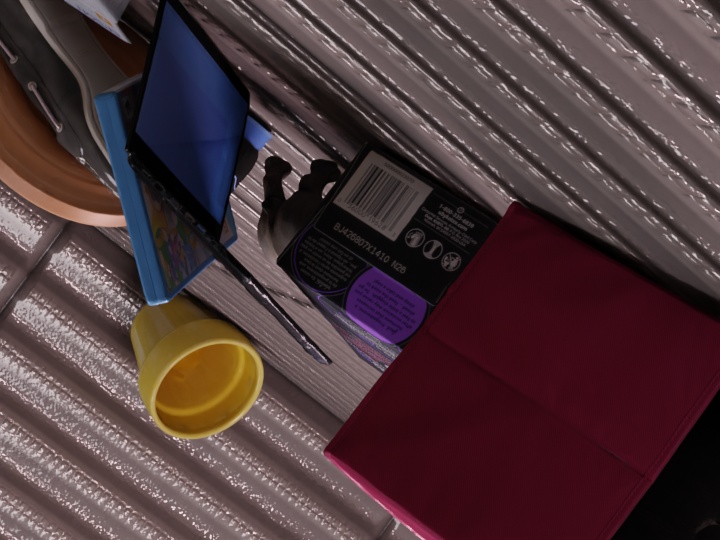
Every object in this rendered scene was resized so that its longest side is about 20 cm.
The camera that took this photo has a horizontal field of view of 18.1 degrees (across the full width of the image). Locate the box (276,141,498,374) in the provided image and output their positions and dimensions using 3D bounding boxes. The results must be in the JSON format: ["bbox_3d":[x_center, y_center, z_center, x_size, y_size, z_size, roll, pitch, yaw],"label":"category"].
[{"bbox_3d":[0.044,0.017,1.537,0.122,0.106,0.200,34,172,25],"label":"box"}]

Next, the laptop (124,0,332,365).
[{"bbox_3d":[-0.075,-0.059,1.509,0.200,0.103,0.177,44,178,26],"label":"laptop"}]

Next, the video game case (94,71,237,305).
[{"bbox_3d":[-0.131,-0.068,1.565,0.200,0.018,0.144,-51,-52,-74],"label":"video game case"}]

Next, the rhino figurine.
[{"bbox_3d":[0.000,0.000,1.672,0.060,0.088,0.200,-26,126,39],"label":"rhino figurine"}]

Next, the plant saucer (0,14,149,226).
[{"bbox_3d":[-0.205,-0.124,1.654,0.200,0.201,0.032,38,132,-8],"label":"plant saucer"}]

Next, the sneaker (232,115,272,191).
[{"bbox_3d":[-0.140,-0.100,1.791,0.070,0.078,0.200,39,172,-23],"label":"sneaker"}]

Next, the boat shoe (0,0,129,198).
[{"bbox_3d":[-0.203,-0.126,1.603,0.067,0.057,0.201,-21,-102,-52],"label":"boat shoe"}]

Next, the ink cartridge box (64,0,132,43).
[{"bbox_3d":[-0.238,-0.244,1.486,0.196,0.043,0.200,35,176,13],"label":"ink cartridge box"}]

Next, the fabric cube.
[{"bbox_3d":[0.142,0.116,1.338,0.199,0.200,0.196,33,173,43],"label":"fabric cube"}]

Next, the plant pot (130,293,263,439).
[{"bbox_3d":[-0.285,0.143,3.711,0.201,0.201,0.189,43,-174,-43],"label":"plant pot"}]
